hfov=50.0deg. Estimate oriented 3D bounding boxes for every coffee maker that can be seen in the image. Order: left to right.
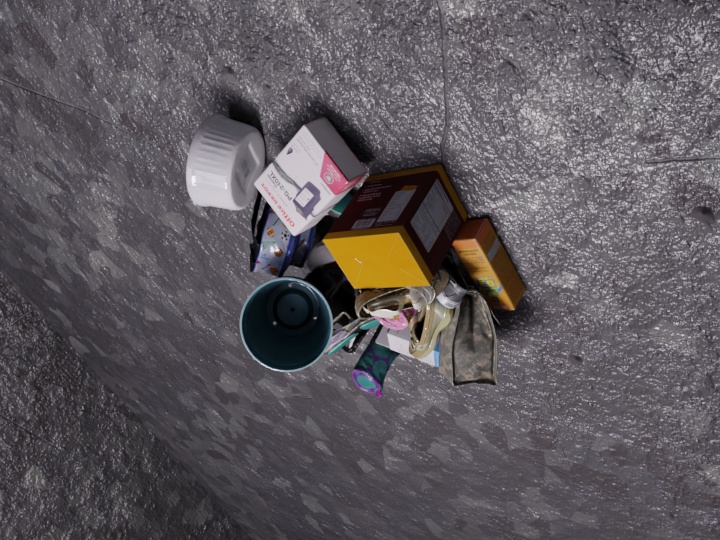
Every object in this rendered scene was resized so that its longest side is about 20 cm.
[{"bbox_3d":[-0.065,0.093,1.870,0.199,0.136,0.192,35,173,1],"label":"coffee maker"}]

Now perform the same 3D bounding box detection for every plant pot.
[{"bbox_3d":[-0.156,0.100,1.713,0.199,0.201,0.188,38,-173,-6],"label":"plant pot"}]

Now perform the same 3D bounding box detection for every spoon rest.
[{"bbox_3d":[-0.029,-0.053,1.694,0.198,0.100,0.061,-24,106,20],"label":"spoon rest"}]

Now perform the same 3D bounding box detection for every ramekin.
[{"bbox_3d":[-0.283,-0.227,1.660,0.096,0.202,0.202,14,141,14],"label":"ramekin"}]

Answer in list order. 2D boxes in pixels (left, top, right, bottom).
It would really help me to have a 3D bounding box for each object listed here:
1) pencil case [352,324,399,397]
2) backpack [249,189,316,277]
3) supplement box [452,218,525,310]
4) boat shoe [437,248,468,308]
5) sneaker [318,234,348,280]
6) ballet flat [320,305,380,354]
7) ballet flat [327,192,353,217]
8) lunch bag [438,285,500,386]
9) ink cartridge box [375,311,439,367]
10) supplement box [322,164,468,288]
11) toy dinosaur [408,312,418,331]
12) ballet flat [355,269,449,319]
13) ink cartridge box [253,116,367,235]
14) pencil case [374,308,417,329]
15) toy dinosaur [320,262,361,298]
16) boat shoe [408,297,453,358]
[{"bbox_3d":[0.057,0.201,1.867,0.092,0.201,0.085,45,144,-13],"label":"pencil case"},{"bbox_3d":[-0.179,-0.080,1.745,0.152,0.192,0.201,17,144,0],"label":"backpack"},{"bbox_3d":[0.261,-0.009,1.568,0.066,0.069,0.201,-4,133,43],"label":"supplement box"},{"bbox_3d":[0.162,-0.022,1.573,0.073,0.201,0.068,10,134,-34],"label":"boat shoe"},{"bbox_3d":[-0.018,-0.021,1.785,0.198,0.074,0.080,22,138,19],"label":"sneaker"},{"bbox_3d":[-0.009,0.114,1.735,0.199,0.072,0.072,-32,115,14],"label":"ballet flat"},{"bbox_3d":[-0.083,-0.167,1.680,0.199,0.068,0.069,38,157,14],"label":"ballet flat"},{"bbox_3d":[0.227,0.130,1.630,0.116,0.203,0.164,-1,-178,-5],"label":"lunch bag"},{"bbox_3d":[0.140,0.140,1.797,0.198,0.117,0.067,18,148,22],"label":"ink cartridge box"},{"bbox_3d":[0.071,-0.084,1.520,0.195,0.201,0.133,-3,132,42],"label":"supplement box"},{"bbox_3d":[0.119,0.081,1.752,0.058,0.100,0.203,156,96,-86],"label":"toy dinosaur"},{"bbox_3d":[0.082,0.058,1.508,0.197,0.076,0.068,-17,120,14],"label":"ballet flat"},{"bbox_3d":[-0.105,-0.189,1.580,0.145,0.084,0.200,52,129,3],"label":"ink cartridge box"},{"bbox_3d":[0.104,0.033,1.631,0.083,0.201,0.086,47,145,-18],"label":"pencil case"},{"bbox_3d":[0.000,0.000,1.733,0.180,0.202,0.105,22,164,29],"label":"toy dinosaur"},{"bbox_3d":[0.135,0.120,1.635,0.062,0.074,0.201,9,146,-14],"label":"boat shoe"}]
